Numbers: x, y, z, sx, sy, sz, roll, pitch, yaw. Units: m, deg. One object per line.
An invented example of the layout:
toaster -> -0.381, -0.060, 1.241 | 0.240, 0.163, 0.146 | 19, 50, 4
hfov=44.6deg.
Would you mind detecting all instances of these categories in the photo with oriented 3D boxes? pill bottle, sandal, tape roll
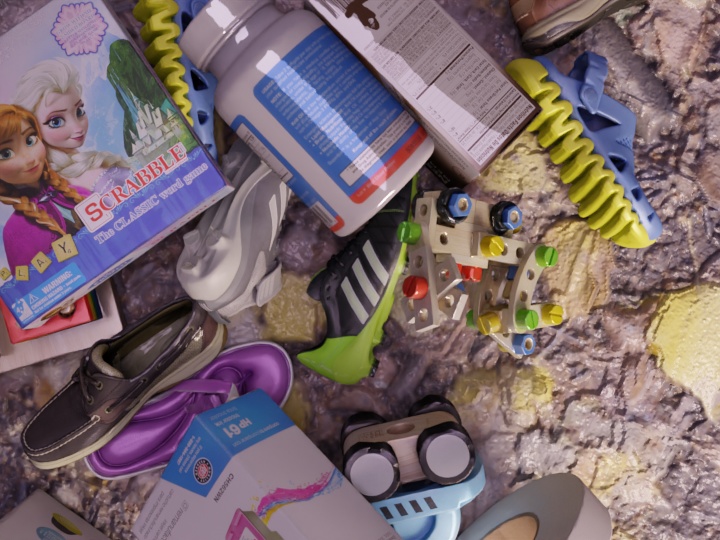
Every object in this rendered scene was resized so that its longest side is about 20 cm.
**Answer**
pill bottle -> -0.045, -0.134, 0.700 | 0.112, 0.112, 0.200 | -44, 98, -3
sandal -> -0.148, 0.131, 0.770 | 0.202, 0.050, 0.083 | -28, 91, -3
sandal -> 0.212, -0.114, 0.774 | 0.087, 0.079, 0.201 | -32, 94, -12
tape roll -> 0.114, 0.246, 0.707 | 0.203, 0.203, 0.037 | -44, 90, -3
sandal -> -0.143, -0.182, 0.766 | 0.087, 0.079, 0.202 | -11, 99, -31

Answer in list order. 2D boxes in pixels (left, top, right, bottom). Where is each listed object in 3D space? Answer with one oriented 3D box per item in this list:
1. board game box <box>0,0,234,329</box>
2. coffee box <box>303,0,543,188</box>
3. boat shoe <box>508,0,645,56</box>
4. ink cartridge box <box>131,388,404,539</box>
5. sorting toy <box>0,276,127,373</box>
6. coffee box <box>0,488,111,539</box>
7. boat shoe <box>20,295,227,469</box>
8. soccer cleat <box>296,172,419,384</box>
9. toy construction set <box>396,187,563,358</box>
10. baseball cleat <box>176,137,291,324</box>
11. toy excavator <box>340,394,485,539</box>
board game box -> -0.238, -0.092, 0.700 | 0.199, 0.041, 0.200 | -35, 90, 0
coffee box -> 0.047, -0.169, 0.754 | 0.200, 0.114, 0.080 | 45, 85, -2
boat shoe -> 0.223, -0.270, 0.785 | 0.199, 0.076, 0.074 | -29, 87, -4
ink cartridge box -> -0.070, 0.220, 0.697 | 0.200, 0.084, 0.145 | 42, 118, 19
sorting toy -> -0.328, -0.010, 0.753 | 0.197, 0.070, 0.201 | -16, 90, -3
coffee box -> -0.261, 0.331, 0.687 | 0.199, 0.198, 0.200 | 37, 89, -3
boat shoe -> -0.210, 0.088, 0.749 | 0.200, 0.066, 0.072 | -35, 52, -8
soccer cleat -> 0.000, 0.000, 0.774 | 0.081, 0.068, 0.201 | 18, 90, 3
toy construction set -> 0.092, 0.003, 0.732 | 0.092, 0.199, 0.132 | 4, 85, 39
baseball cleat -> -0.092, -0.047, 0.773 | 0.069, 0.107, 0.201 | 12, 60, 33
toy excavator -> 0.021, 0.231, 0.762 | 0.193, 0.100, 0.201 | -13, 98, -2
